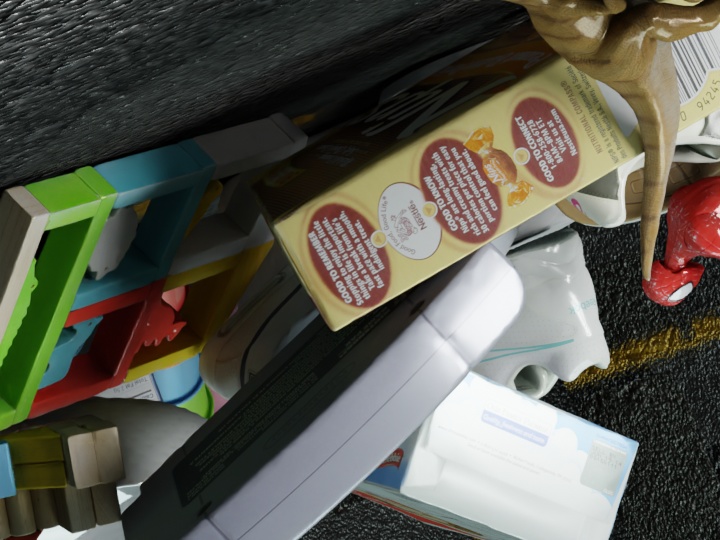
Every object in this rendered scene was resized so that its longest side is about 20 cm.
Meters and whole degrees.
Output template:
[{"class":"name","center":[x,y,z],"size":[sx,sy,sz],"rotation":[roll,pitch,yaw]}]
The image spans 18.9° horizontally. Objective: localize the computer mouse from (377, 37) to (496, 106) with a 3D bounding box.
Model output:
[{"class":"computer mouse","center":[0.099,-0.100,1.072],"size":[0.199,0.044,0.110],"rotation":[-22,179,-23]}]

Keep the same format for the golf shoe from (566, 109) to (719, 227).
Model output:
[{"class":"golf shoe","center":[0.165,-0.098,0.994],"size":[0.199,0.088,0.077],"rotation":[-31,166,0]}]

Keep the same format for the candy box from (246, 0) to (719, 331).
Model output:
[{"class":"candy box","center":[0.054,-0.056,0.895],"size":[0.199,0.056,0.115],"rotation":[-29,-167,-2]}]

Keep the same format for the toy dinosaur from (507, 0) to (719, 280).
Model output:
[{"class":"toy dinosaur","center":[0.098,-0.087,0.794],"size":[0.106,0.061,0.200],"rotation":[-34,141,13]}]

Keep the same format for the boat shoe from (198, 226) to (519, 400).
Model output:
[{"class":"boat shoe","center":[0.000,0.000,1.050],"size":[0.070,0.071,0.200],"rotation":[14,-133,44]}]

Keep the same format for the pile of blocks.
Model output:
[{"class":"pile of blocks","center":[-0.188,0.105,0.955],"size":[0.199,0.063,0.082],"rotation":[-6,-172,32]}]

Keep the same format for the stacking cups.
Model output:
[{"class":"stacking cups","center":[-0.125,0.053,1.300],"size":[0.060,0.061,0.201],"rotation":[-22,145,-11]}]

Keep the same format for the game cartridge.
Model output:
[{"class":"game cartridge","center":[-0.018,0.059,0.909],"size":[0.200,0.042,0.133],"rotation":[-43,-163,0]}]

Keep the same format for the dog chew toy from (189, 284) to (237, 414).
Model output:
[{"class":"dog chew toy","center":[-0.121,0.040,1.456],"size":[0.199,0.125,0.124],"rotation":[-12,-174,45]}]

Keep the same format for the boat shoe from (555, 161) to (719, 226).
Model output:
[{"class":"boat shoe","center":[0.178,-0.081,1.075],"size":[0.199,0.071,0.069],"rotation":[-30,175,-6]}]

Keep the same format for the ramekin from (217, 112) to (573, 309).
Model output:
[{"class":"ramekin","center":[0.012,-0.033,1.192],"size":[0.201,0.095,0.202],"rotation":[-23,178,-1]}]

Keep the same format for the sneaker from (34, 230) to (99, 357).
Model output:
[{"class":"sneaker","center":[-0.161,0.026,0.973],"size":[0.073,0.082,0.200],"rotation":[-20,178,21]}]

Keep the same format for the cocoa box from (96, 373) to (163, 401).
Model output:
[{"class":"cocoa box","center":[-0.204,0.081,1.266],"size":[0.133,0.132,0.200],"rotation":[-22,178,-20]}]

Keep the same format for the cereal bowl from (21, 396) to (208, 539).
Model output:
[{"class":"cereal bowl","center":[-0.149,0.124,1.102],"size":[0.199,0.084,0.201],"rotation":[-16,150,-10]}]

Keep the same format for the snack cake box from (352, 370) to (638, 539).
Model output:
[{"class":"snack cake box","center":[0.038,0.090,1.092],"size":[0.114,0.068,0.200],"rotation":[23,172,-22]}]

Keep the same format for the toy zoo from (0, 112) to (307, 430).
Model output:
[{"class":"toy zoo","center":[-0.095,-0.001,0.948],"size":[0.199,0.020,0.132],"rotation":[-20,145,-49]}]

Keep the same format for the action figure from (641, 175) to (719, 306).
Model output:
[{"class":"action figure","center":[0.219,-0.043,1.002],"size":[0.200,0.099,0.065],"rotation":[-45,-164,15]}]

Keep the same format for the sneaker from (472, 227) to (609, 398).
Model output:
[{"class":"sneaker","center":[0.057,0.041,1.162],"size":[0.070,0.081,0.200],"rotation":[-23,180,-35]}]
